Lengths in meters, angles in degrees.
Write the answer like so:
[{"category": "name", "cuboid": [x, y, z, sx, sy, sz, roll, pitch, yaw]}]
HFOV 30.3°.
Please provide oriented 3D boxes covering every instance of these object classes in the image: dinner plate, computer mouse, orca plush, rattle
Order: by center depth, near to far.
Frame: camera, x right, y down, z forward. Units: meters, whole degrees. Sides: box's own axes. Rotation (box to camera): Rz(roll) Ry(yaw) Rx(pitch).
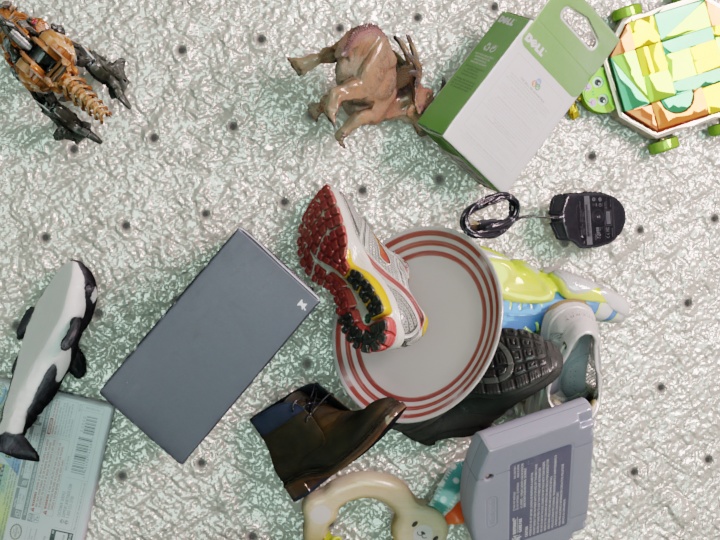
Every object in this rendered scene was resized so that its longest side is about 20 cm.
[{"category": "orca plush", "cuboid": [-0.295, 0.095, 1.320, 0.071, 0.104, 0.203, 32, 54, -39]}, {"category": "rattle", "cuboid": [0.042, 0.268, 1.324, 0.197, 0.143, 0.132, -3, 92, -4]}, {"category": "dinner plate", "cuboid": [0.058, 0.054, 1.327, 0.198, 0.024, 0.203, -12, 66, 29]}, {"category": "computer mouse", "cuboid": [0.186, -0.052, 1.358, 0.197, 0.034, 0.060, 0, 88, -25]}]

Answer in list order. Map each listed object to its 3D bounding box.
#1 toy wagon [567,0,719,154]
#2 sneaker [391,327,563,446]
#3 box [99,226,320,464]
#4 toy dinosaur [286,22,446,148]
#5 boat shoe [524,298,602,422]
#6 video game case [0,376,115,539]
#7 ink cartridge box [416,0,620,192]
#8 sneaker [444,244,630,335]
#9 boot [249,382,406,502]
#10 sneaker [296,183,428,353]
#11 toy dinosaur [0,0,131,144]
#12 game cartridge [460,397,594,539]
[{"category": "toy wagon", "cuboid": [0.308, -0.203, 1.385, 0.197, 0.040, 0.157, -17, 93, -4]}, {"category": "sneaker", "cuboid": [0.118, 0.121, 1.335, 0.198, 0.077, 0.091, -21, 138, 27]}, {"category": "box", "cuboid": [-0.141, 0.065, 1.282, 0.104, 0.182, 0.201, 40, 87, -5]}, {"category": "toy dinosaur", "cuboid": [0.011, -0.196, 1.308, 0.135, 0.200, 0.086, -36, 64, -5]}, {"category": "boat shoe", "cuboid": [0.208, 0.131, 1.338, 0.070, 0.070, 0.203, -6, 120, -7]}, {"category": "video game case", "cuboid": [-0.359, 0.213, 1.347, 0.180, 0.022, 0.203, 14, 91, -5]}, {"category": "ink cartridge box", "cuboid": [0.160, -0.190, 1.345, 0.104, 0.059, 0.201, 38, 89, -32]}, {"category": "sneaker", "cuboid": [0.172, 0.044, 1.367, 0.197, 0.076, 0.107, 17, 93, 2]}, {"category": "boot", "cuboid": [-0.039, 0.150, 1.305, 0.097, 0.200, 0.074, 52, 43, 4]}, {"category": "sneaker", "cuboid": [0.000, 0.000, 1.326, 0.078, 0.081, 0.202, -48, 54, 34]}, {"category": "toy dinosaur", "cuboid": [-0.297, -0.188, 1.281, 0.101, 0.136, 0.201, -31, 52, 11]}, {"category": "game cartridge", "cuboid": [0.165, 0.215, 1.323, 0.131, 0.041, 0.202, -19, 136, -14]}]
